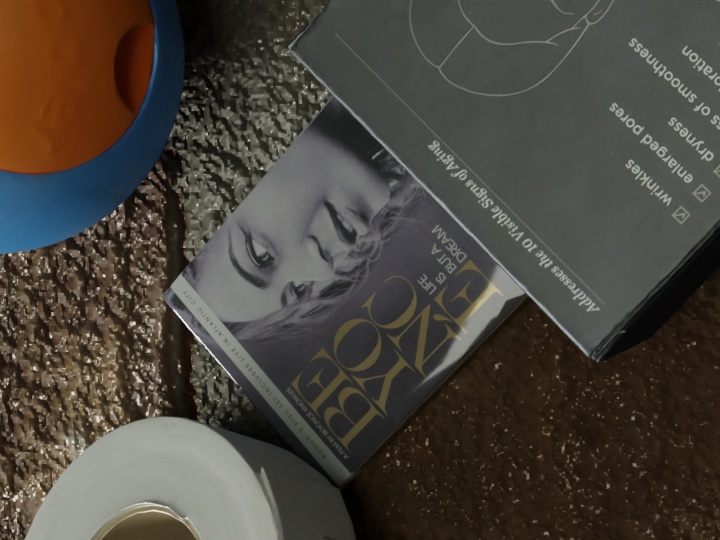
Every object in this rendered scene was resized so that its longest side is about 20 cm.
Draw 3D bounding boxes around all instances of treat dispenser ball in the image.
[{"bbox_3d":[-0.191,-0.109,0.805,0.200,0.201,0.202,3,98,26],"label":"treat dispenser ball"}]

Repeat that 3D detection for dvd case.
[{"bbox_3d":[0.000,0.000,0.827,0.149,0.016,0.200,48,114,13],"label":"dvd case"}]

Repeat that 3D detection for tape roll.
[{"bbox_3d":[-0.094,0.181,0.823,0.202,0.071,0.203,-15,64,34],"label":"tape roll"}]

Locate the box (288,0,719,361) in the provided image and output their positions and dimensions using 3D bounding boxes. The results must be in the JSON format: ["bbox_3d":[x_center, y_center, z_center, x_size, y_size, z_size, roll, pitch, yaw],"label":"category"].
[{"bbox_3d":[0.113,-0.102,0.693,0.200,0.124,0.197,47,107,14],"label":"box"}]
